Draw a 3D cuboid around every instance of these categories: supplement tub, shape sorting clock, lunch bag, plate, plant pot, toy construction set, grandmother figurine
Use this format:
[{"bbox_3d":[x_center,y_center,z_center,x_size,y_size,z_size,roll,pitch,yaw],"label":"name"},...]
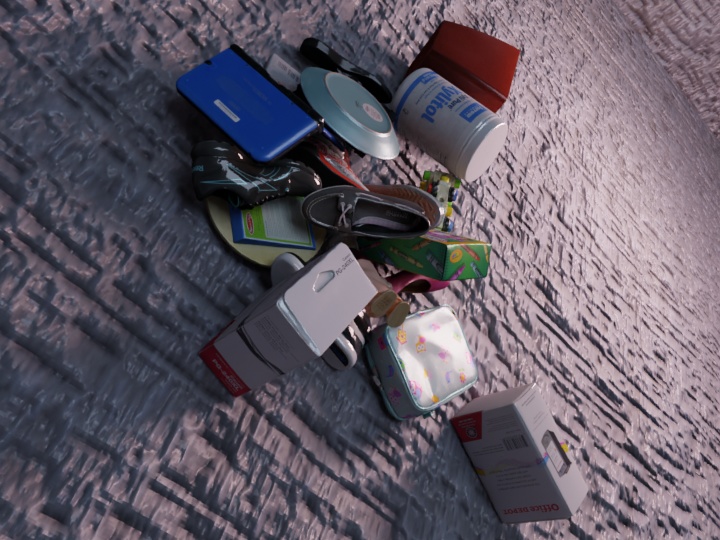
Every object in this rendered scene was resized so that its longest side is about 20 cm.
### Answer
[{"bbox_3d":[0.161,-0.275,1.194,0.199,0.133,0.131,40,39,21],"label":"supplement tub"},{"bbox_3d":[-0.140,-0.094,0.961,0.198,0.039,0.203,21,54,-31],"label":"shape sorting clock"},{"bbox_3d":[0.100,0.151,1.038,0.198,0.077,0.163,-14,80,-46],"label":"lunch bag"},{"bbox_3d":[-0.008,-0.257,1.006,0.199,0.026,0.202,30,33,-22],"label":"plate"},{"bbox_3d":[0.192,-0.394,1.328,0.175,0.200,0.202,33,49,-11],"label":"plant pot"},{"bbox_3d":[0.141,-0.100,1.185,0.090,0.131,0.204,1,72,-9],"label":"toy construction set"},{"bbox_3d":[0.000,0.000,0.972,0.122,0.060,0.200,50,2,-40],"label":"grandmother figurine"}]

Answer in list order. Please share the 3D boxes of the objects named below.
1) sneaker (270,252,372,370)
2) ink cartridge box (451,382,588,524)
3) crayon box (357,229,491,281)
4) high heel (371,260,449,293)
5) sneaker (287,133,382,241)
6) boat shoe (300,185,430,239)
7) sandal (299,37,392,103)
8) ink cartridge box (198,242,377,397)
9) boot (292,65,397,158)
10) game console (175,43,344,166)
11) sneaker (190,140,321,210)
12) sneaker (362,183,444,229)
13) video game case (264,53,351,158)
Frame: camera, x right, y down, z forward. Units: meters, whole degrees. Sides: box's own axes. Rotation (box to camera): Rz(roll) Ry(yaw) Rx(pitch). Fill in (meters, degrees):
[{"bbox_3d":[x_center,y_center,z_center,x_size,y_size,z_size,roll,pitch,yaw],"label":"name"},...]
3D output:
[{"bbox_3d":[-0.053,0.040,0.957,0.202,0.072,0.112,60,38,-19],"label":"sneaker"},{"bbox_3d":[0.264,0.307,1.063,0.085,0.147,0.202,-28,90,-45],"label":"ink cartridge box"},{"bbox_3d":[0.100,-0.036,1.046,0.118,0.198,0.059,-3,106,-43],"label":"crayon box"},{"bbox_3d":[0.077,0.038,1.073,0.198,0.067,0.097,11,52,-34],"label":"high heel"},{"bbox_3d":[-0.022,-0.144,1.025,0.201,0.067,0.108,42,32,-10],"label":"sneaker"},{"bbox_3d":[0.012,-0.084,0.941,0.197,0.057,0.068,4,107,-21],"label":"boat shoe"},{"bbox_3d":[-0.030,-0.357,1.188,0.198,0.075,0.049,27,78,-22],"label":"sandal"},{"bbox_3d":[-0.093,0.065,0.809,0.084,0.199,0.145,53,44,-8],"label":"ink cartridge box"},{"bbox_3d":[-0.026,-0.286,1.111,0.162,0.073,0.199,40,30,-5],"label":"boot"},{"bbox_3d":[-0.143,-0.225,0.940,0.200,0.119,0.170,42,65,19],"label":"game console"},{"bbox_3d":[-0.147,-0.121,0.905,0.197,0.075,0.081,8,74,-30],"label":"sneaker"},{"bbox_3d":[0.067,-0.112,1.066,0.079,0.198,0.073,-7,109,-49],"label":"sneaker"},{"bbox_3d":[-0.098,-0.250,1.093,0.199,0.024,0.184,33,50,-28],"label":"video game case"}]
